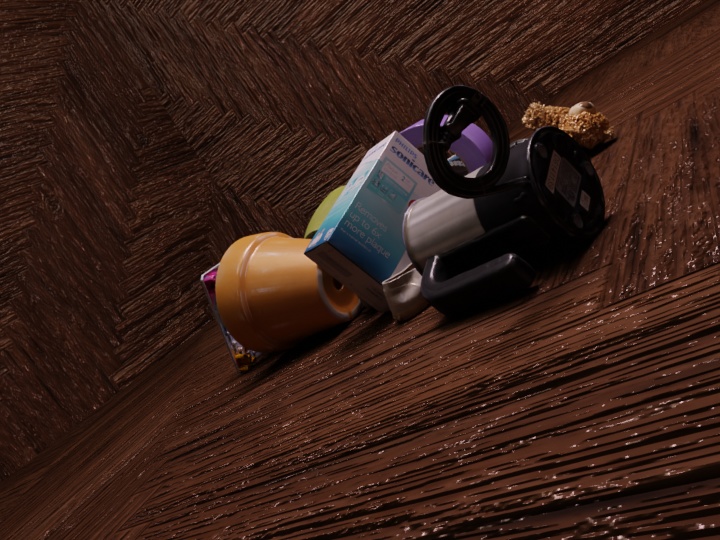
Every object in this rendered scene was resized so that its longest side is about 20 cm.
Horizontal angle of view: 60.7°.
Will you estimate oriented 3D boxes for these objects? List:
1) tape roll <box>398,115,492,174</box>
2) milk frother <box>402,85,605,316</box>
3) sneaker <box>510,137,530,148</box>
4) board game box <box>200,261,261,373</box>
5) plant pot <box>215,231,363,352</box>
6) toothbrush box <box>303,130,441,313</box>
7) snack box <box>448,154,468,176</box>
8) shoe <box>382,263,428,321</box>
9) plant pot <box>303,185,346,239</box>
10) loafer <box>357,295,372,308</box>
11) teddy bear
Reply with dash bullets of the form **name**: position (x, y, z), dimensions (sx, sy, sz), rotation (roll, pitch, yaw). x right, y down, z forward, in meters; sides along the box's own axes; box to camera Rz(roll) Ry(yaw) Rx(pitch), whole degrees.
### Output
- **tape roll**: position (0.132, -0.154, 1.038), dimensions (0.200, 0.200, 0.085), rotation (-30, 9, 33)
- **milk frother**: position (0.107, -0.076, 0.635), dimensions (0.188, 0.200, 0.181), rotation (-27, 14, 48)
- **sneaker**: position (0.301, -0.208, 1.139), dimensions (0.079, 0.076, 0.200), rotation (-35, 7, -25)
- **board game box**: position (-0.208, 0.062, 1.184), dimensions (0.026, 0.201, 0.200), rotation (-9, 19, 26)
- **plant pot**: position (-0.099, 0.027, 0.999), dimensions (0.183, 0.201, 0.200), rotation (-10, 20, 36)
- **toothbrush box**: position (0.039, -0.065, 0.855), dimensions (0.085, 0.146, 0.200), rotation (-22, 34, 60)
- **snack box**: position (0.151, -0.129, 1.117), dimensions (0.200, 0.116, 0.037), rotation (-31, 7, 28)
- **shoe**: position (0.107, -0.013, 0.791), dimensions (0.200, 0.053, 0.070), rotation (-38, 8, -26)
- **plant pot**: position (-0.043, -0.075, 1.349), dimensions (0.187, 0.187, 0.200), rotation (-30, 7, 27)
- **loafer**: position (0.041, -0.008, 0.973), dimensions (0.070, 0.075, 0.200), rotation (-30, 11, 29)
- **teddy bear**: position (0.348, -0.251, 1.037), dimensions (0.200, 0.145, 0.067), rotation (-41, -26, -76)
